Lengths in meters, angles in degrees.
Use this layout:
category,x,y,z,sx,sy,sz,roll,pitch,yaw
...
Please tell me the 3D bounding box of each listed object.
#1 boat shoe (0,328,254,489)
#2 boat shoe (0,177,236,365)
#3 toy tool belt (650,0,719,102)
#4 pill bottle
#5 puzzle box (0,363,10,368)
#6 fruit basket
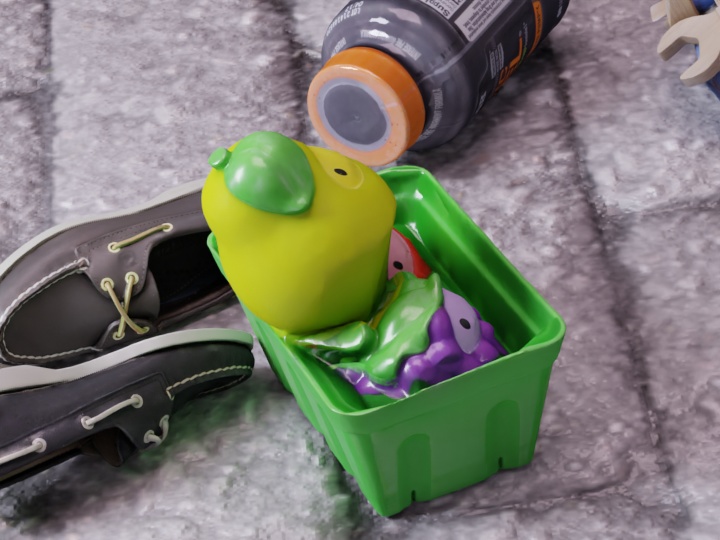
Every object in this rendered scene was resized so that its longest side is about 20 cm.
category,x,y,z,sx,sy,sz,roll,pitch,yaw
boat shoe,-0.140,0.077,1.601,0.199,0.074,0.061,-11,72,-34
boat shoe,-0.129,0.004,1.697,0.201,0.072,0.060,-27,34,-30
toy tool belt,0.238,-0.144,1.824,0.123,0.125,0.200,-31,23,22
pill bottle,0.044,-0.144,1.850,0.106,0.107,0.200,12,39,27
puzzle box,-0.307,0.061,1.692,0.200,0.026,0.133,-31,41,-31
fruit basket,0.000,0.000,1.562,0.155,0.217,0.216,-19,35,-16
